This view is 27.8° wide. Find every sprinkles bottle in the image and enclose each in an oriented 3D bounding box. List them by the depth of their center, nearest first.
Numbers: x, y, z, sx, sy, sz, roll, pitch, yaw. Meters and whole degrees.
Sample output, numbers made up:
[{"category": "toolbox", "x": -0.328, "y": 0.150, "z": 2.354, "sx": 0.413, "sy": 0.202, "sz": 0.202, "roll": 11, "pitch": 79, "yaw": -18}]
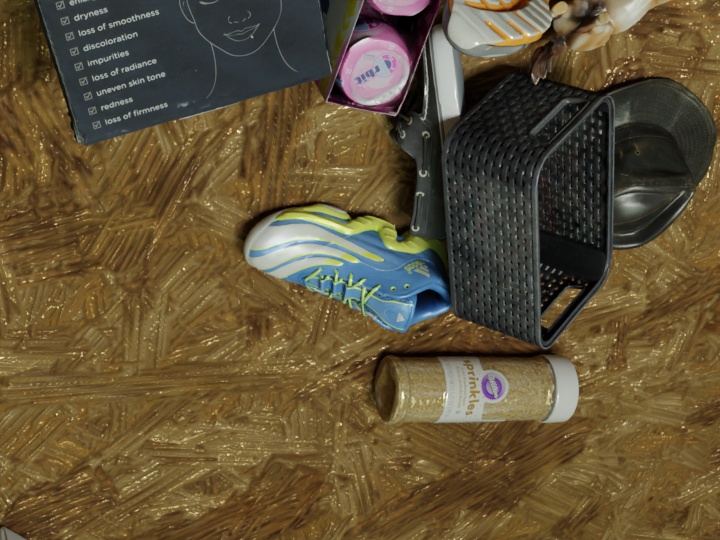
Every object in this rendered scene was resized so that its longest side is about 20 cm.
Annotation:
[{"category": "sprinkles bottle", "x": 0.115, "y": 0.118, "z": 1.439, "sx": 0.199, "sy": 0.068, "sz": 0.069, "roll": 1, "pitch": 125, "yaw": -22}]

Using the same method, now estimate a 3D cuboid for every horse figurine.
[{"category": "horse figurine", "x": 0.217, "y": -0.222, "z": 1.210, "sx": 0.199, "sy": 0.133, "sz": 0.050, "roll": -31, "pitch": 87, "yaw": 3}]

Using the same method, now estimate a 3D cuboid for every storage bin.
[{"category": "storage bin", "x": 0.146, "y": -0.052, "z": 1.248, "sx": 0.135, "sy": 0.093, "sz": 0.201, "roll": -44, "pitch": 141, "yaw": -38}]

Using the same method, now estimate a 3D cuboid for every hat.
[{"category": "hat", "x": 0.251, "y": -0.076, "z": 1.337, "sx": 0.199, "sy": 0.081, "sz": 0.202, "roll": -10, "pitch": 127, "yaw": -14}]

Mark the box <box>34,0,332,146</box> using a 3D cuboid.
[{"category": "box", "x": -0.140, "y": -0.225, "z": 1.044, "sx": 0.199, "sy": 0.124, "sz": 0.197, "roll": -17, "pitch": 131, "yaw": -8}]

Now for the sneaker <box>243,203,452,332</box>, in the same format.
[{"category": "sneaker", "x": 0.000, "y": 0.000, "z": 1.280, "sx": 0.199, "sy": 0.105, "sz": 0.076, "roll": 2, "pitch": 124, "yaw": -23}]

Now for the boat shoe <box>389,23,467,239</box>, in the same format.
[{"category": "boat shoe", "x": 0.058, "y": -0.114, "z": 1.248, "sx": 0.066, "sy": 0.070, "sz": 0.201, "roll": -2, "pitch": 125, "yaw": 7}]

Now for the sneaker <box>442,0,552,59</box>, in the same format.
[{"category": "sneaker", "x": 0.103, "y": -0.197, "z": 1.133, "sx": 0.078, "sy": 0.200, "sz": 0.077, "roll": 44, "pitch": 120, "yaw": 0}]

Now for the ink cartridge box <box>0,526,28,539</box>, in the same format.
[{"category": "ink cartridge box", "x": -0.327, "y": 0.360, "z": 1.437, "sx": 0.146, "sy": 0.084, "sz": 0.200, "roll": -39, "pitch": 129, "yaw": 10}]

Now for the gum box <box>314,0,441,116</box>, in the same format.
[{"category": "gum box", "x": 0.017, "y": -0.236, "z": 1.103, "sx": 0.066, "sy": 0.114, "sz": 0.201, "roll": 7, "pitch": 122, "yaw": -25}]
